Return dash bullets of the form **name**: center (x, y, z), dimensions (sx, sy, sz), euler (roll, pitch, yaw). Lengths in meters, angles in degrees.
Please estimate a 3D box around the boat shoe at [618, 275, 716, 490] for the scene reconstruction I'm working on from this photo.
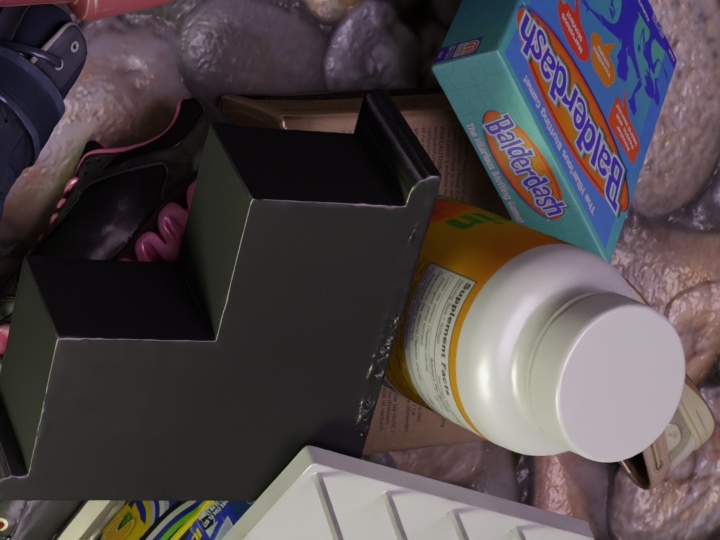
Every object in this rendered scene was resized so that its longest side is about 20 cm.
- **boat shoe**: center (0.149, 0.057, 1.625), dimensions (0.065, 0.072, 0.200), euler (-47, 128, -14)

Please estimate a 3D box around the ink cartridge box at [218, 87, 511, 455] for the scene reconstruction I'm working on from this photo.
- **ink cartridge box**: center (0.000, 0.000, 1.510), dimensions (0.164, 0.075, 0.201), euler (-4, 105, -33)

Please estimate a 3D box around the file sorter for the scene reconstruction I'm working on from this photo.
- **file sorter**: center (0.025, 0.201, 1.395), dimensions (0.199, 0.125, 0.139), euler (18, 126, -35)

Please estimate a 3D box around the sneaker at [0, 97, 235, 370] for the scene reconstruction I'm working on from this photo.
- **sneaker**: center (-0.137, -0.020, 1.426), dimensions (0.199, 0.096, 0.079), euler (-34, 156, 1)

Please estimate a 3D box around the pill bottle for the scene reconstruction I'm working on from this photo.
- **pill bottle**: center (0.079, 0.033, 1.402), dimensions (0.111, 0.200, 0.112), euler (-10, 109, -30)

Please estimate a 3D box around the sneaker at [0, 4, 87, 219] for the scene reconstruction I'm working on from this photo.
- **sneaker**: center (-0.203, -0.091, 1.306), dimensions (0.202, 0.077, 0.147), euler (79, 36, -68)

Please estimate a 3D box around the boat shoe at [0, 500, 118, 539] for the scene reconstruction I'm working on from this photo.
- **boat shoe**: center (-0.200, 0.163, 1.439), dimensions (0.063, 0.074, 0.202), euler (38, 92, 2)

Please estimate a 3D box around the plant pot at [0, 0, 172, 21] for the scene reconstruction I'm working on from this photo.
- **plant pot**: center (-0.193, -0.206, 1.275), dimensions (0.178, 0.200, 0.201), euler (-15, 112, -11)

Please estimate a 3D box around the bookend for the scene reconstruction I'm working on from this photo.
- **bookend**: center (-0.086, 0.012, 1.340), dimensions (0.199, 0.092, 0.200), euler (1, 122, -23)

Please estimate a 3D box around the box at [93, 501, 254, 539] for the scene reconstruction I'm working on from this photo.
- **box**: center (-0.128, 0.192, 1.488), dimensions (0.200, 0.064, 0.070), euler (-47, 123, -12)

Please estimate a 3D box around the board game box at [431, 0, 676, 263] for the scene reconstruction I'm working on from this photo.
- **board game box**: center (0.114, -0.117, 1.504), dimensions (0.152, 0.045, 0.200), euler (60, 34, -30)
